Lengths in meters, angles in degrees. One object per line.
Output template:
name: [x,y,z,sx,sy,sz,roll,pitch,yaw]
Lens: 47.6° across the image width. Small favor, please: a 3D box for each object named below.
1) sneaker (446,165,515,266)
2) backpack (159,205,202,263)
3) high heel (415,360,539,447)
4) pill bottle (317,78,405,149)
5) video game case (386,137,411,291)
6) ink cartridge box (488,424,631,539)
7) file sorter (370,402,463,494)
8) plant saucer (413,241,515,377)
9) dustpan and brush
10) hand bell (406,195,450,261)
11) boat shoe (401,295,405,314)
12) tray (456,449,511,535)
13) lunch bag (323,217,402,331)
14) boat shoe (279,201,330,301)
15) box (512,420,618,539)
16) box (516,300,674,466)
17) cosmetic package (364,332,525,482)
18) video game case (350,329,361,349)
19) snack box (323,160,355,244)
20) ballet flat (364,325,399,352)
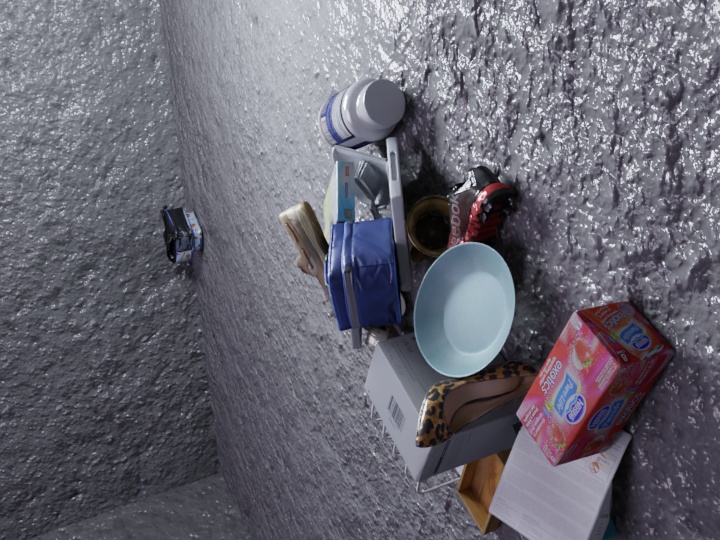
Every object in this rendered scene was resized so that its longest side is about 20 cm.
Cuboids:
sneaker: [0.172,-0.081,1.271,0.099,0.070,0.202,61,151,31]
backpack: [-0.705,-0.131,3.211,0.201,0.152,0.192,-116,33,-41]
high heel: [0.170,0.192,1.173,0.141,0.200,0.072,-7,113,40]
pill bottle: [0.004,-0.287,1.498,0.199,0.109,0.113,-2,101,67]
video game case: [0.068,-0.099,1.431,0.184,0.022,0.202,-91,-6,-50]
ink cartridge box: [0.286,0.292,1.160,0.161,0.050,0.203,25,94,43]
file sorter: [0.119,0.298,1.545,0.201,0.123,0.140,54,149,42]
plant saucer: [0.163,0.061,1.228,0.199,0.038,0.205,-19,64,46]
dustpan and brush: [0.022,-0.146,1.578,0.138,0.058,0.200,21,160,35]
hand bell: [0.114,-0.050,1.437,0.200,0.102,0.106,117,136,-75]
boat shoe: [0.037,0.002,1.633,0.062,0.072,0.203,84,166,-87]
tray: [0.226,0.368,1.448,0.099,0.036,0.202,55,150,40]
lunch bag: [0.000,0.000,1.410,0.201,0.130,0.138,-91,-6,-55]
boat shoe: [-0.087,-0.025,1.516,0.071,0.064,0.203,-47,-66,-78]
box: [0.301,0.307,1.215,0.203,0.048,0.082,69,155,17]
box: [0.294,0.146,1.043,0.096,0.098,0.202,57,142,38]
cosmetic package: [0.142,0.204,1.337,0.200,0.197,0.124,57,147,36]
video game case: [-0.014,0.027,1.651,0.201,0.022,0.185,-89,-6,-63]
snack box: [-0.042,-0.110,1.550,0.200,0.036,0.118,117,154,-69]
ballet flat: [0.038,0.130,1.636,0.201,0.066,0.069,-111,42,-62]
